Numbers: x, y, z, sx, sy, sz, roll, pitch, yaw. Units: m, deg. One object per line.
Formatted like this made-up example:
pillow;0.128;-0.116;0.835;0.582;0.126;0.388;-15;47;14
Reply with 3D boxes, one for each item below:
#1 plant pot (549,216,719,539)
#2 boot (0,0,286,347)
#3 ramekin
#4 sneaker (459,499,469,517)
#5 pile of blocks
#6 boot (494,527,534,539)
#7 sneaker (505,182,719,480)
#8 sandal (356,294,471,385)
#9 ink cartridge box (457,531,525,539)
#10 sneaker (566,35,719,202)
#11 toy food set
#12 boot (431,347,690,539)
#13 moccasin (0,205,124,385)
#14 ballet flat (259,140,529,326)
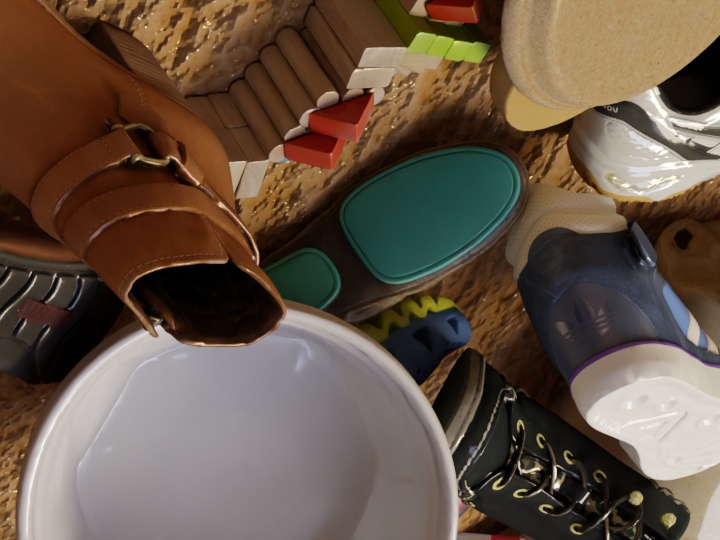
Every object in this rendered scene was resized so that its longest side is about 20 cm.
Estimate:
plant pot;0.217;0.075;1.078;0.200;0.200;0.184;-5;126;-34
boot;-0.124;-0.041;0.671;0.077;0.155;0.200;-45;144;19
ramekin;-0.061;0.106;0.829;0.200;0.201;0.105;-29;-170;-4
sneaker;-0.006;0.116;1.031;0.199;0.076;0.105;-8;145;-25
pile of blocks;0.002;-0.084;0.800;0.200;0.062;0.082;-40;145;12
boot;0.129;0.235;1.297;0.200;0.064;0.186;-37;133;2
sneaker;0.144;0.022;0.937;0.080;0.147;0.200;-30;151;19
sandal;-0.013;0.085;0.945;0.200;0.087;0.079;-35;177;-26
ink cartridge box;0.054;0.223;1.090;0.199;0.117;0.067;-2;160;33
sneaker;0.209;-0.095;0.937;0.199;0.076;0.088;-16;143;-23
toy food set;0.135;-0.157;0.799;0.198;0.049;0.200;-39;150;-11
boot;0.105;0.111;0.939;0.074;0.153;0.204;-60;173;-4
moccasin;-0.167;0.006;0.772;0.074;0.078;0.201;-57;160;8
ballet flat;0.000;0.000;0.912;0.200;0.068;0.072;-35;166;4
